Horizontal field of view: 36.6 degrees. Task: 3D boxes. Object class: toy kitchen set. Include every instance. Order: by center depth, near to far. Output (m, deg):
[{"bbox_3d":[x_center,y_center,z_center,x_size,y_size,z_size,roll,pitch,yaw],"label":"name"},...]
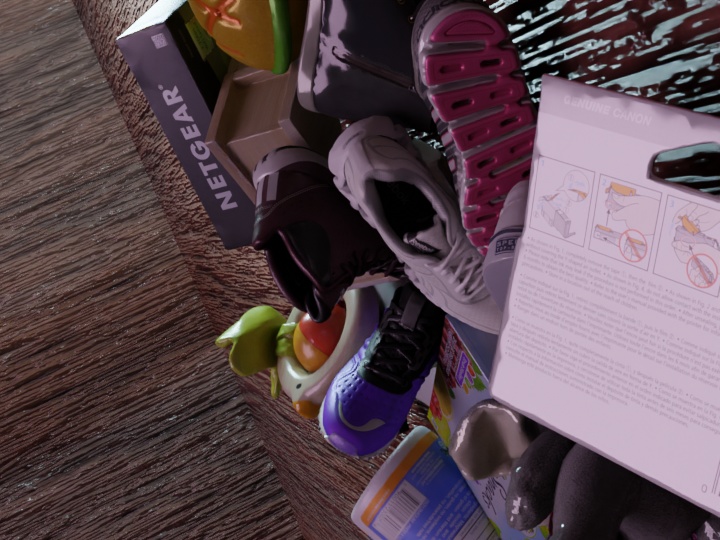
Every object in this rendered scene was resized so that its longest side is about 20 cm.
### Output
[{"bbox_3d":[0.008,-0.118,0.899,0.200,0.161,0.182,52,-143,-42],"label":"toy kitchen set"}]

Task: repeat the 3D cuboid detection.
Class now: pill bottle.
[{"bbox_3d":[0.098,0.245,0.987,0.199,0.112,0.112,38,158,12],"label":"pill bottle"}]

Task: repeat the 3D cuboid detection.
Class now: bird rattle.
[{"bbox_3d":[-0.028,0.049,1.020,0.112,0.200,0.164,38,-166,-35],"label":"bird rattle"}]

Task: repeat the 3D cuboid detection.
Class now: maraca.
[{"bbox_3d":[-0.080,-0.240,0.779,0.137,0.106,0.203,-138,34,-63],"label":"maraca"}]

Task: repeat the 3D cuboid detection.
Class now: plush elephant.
[{"bbox_3d":[0.143,0.134,0.655,0.155,0.162,0.202,123,151,-57],"label":"plush elephant"}]

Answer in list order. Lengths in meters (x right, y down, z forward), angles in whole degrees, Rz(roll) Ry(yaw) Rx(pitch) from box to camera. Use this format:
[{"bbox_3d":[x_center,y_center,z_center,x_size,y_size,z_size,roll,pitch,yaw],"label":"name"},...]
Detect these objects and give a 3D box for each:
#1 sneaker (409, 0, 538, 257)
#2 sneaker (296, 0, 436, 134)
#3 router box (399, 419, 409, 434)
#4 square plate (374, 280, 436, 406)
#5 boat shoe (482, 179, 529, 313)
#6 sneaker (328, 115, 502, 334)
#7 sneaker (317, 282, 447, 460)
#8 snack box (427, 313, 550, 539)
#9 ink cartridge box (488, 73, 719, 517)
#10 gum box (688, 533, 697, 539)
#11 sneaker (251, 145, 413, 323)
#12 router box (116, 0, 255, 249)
[{"bbox_3d":[0.079,-0.094,0.684,0.088,0.073,0.201,-102,-12,-49],"label":"sneaker"},{"bbox_3d":[0.024,-0.198,0.742,0.105,0.075,0.203,15,116,15],"label":"sneaker"},{"bbox_3d":[-0.005,0.080,1.188,0.201,0.052,0.159,76,172,-60],"label":"router box"},{"bbox_3d":[0.054,0.063,1.094,0.198,0.028,0.202,23,135,68],"label":"square plate"},{"bbox_3d":[0.123,0.017,0.704,0.200,0.071,0.066,53,-137,-50],"label":"boat shoe"},{"bbox_3d":[0.057,-0.016,0.752,0.200,0.075,0.081,42,-171,-22],"label":"sneaker"},{"bbox_3d":[0.031,0.062,0.896,0.069,0.200,0.100,28,134,11],"label":"sneaker"},{"bbox_3d":[0.126,0.134,0.873,0.170,0.067,0.201,58,165,25],"label":"snack box"},{"bbox_3d":[0.159,0.015,0.511,0.199,0.044,0.179,25,115,41],"label":"ink cartridge box"},{"bbox_3d":[0.134,0.240,0.753,0.067,0.198,0.114,60,166,15],"label":"gum box"},{"bbox_3d":[0.000,0.000,0.809,0.076,0.198,0.117,-42,30,47],"label":"sneaker"},{"bbox_3d":[-0.109,-0.146,0.934,0.202,0.052,0.158,64,-151,-27],"label":"router box"}]
